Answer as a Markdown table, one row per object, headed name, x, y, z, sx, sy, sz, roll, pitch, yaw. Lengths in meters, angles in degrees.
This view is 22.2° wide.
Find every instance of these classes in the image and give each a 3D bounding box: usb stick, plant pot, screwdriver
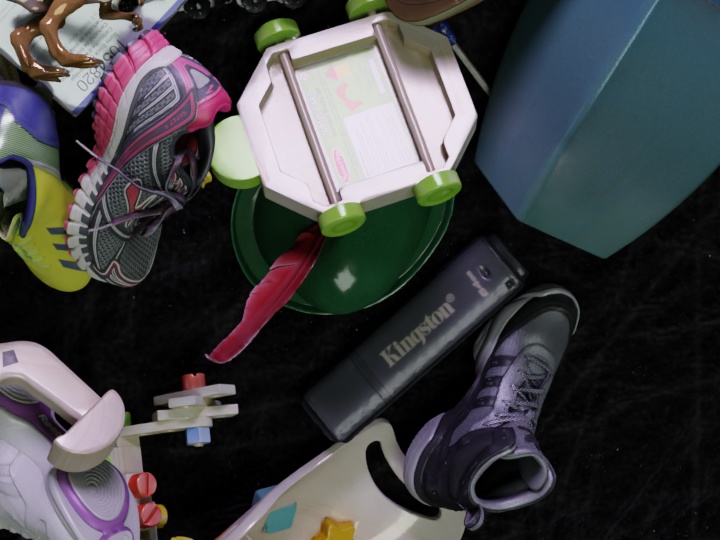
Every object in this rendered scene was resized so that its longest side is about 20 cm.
| name | x | y | z | sx | sy | sz | roll | pitch | yaw |
| --- | --- | --- | --- | --- | --- | --- | --- | --- | --- |
| usb stick | 0.040 | 0.052 | 1.392 | 0.200 | 0.056 | 0.033 | -41 | 159 | 5 |
| plant pot | 0.180 | -0.123 | 1.295 | 0.140 | 0.142 | 0.201 | 21 | 112 | -30 |
| screwdriver | 0.072 | -0.150 | 1.313 | 0.201 | 0.028 | 0.029 | 53 | 50 | -32 |

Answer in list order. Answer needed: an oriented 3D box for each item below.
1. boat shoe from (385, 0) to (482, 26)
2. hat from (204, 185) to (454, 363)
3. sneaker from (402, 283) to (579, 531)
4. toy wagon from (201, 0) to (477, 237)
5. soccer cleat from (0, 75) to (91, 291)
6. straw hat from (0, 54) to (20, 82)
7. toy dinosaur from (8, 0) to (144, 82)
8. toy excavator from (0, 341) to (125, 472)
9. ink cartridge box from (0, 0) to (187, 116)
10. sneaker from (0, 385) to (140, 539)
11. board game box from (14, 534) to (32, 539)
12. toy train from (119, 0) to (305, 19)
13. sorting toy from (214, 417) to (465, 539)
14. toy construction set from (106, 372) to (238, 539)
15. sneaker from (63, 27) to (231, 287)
| name | x | y | z | sx | sy | sz | roll | pitch | yaw |
| --- | --- | --- | --- | --- | --- | --- | --- | --- | --- |
| boat shoe | 0.108 | -0.225 | 1.237 | 0.199 | 0.074 | 0.066 | -34 | 153 | 8 |
| hat | 0.000 | 0.000 | 1.277 | 0.200 | 0.176 | 0.166 | -42 | 120 | 6 |
| sneaker | 0.121 | 0.108 | 1.396 | 0.075 | 0.114 | 0.201 | 37 | 87 | -30 |
| toy wagon | -0.025 | -0.100 | 1.247 | 0.198 | 0.157 | 0.040 | -18 | 162 | -5 |
| soccer cleat | -0.222 | -0.040 | 1.213 | 0.064 | 0.084 | 0.201 | 9 | 144 | 11 |
| straw hat | -0.304 | -0.080 | 1.193 | 0.199 | 0.085 | 0.203 | -7 | 118 | -14 |
| toy dinosaur | -0.199 | -0.175 | 1.135 | 0.198 | 0.060 | 0.108 | -3 | 84 | -14 |
| toy excavator | -0.278 | 0.061 | 1.231 | 0.198 | 0.196 | 0.100 | -18 | 160 | -25 |
| ink cartridge box | -0.188 | -0.236 | 1.158 | 0.200 | 0.041 | 0.200 | -44 | 109 | 6 |
| sneaker | -0.228 | 0.158 | 1.296 | 0.075 | 0.200 | 0.100 | 2 | 128 | -55 |
| board game box | -0.263 | 0.314 | 1.340 | 0.200 | 0.200 | 0.041 | -45 | 130 | 8 |
| toy train | -0.121 | -0.191 | 1.228 | 0.198 | 0.034 | 0.046 | -8 | 106 | -13 |
| sorting toy | -0.010 | 0.215 | 1.438 | 0.180 | 0.107 | 0.200 | -44 | 112 | -6 |
| toy construction set | -0.150 | 0.173 | 1.332 | 0.092 | 0.130 | 0.202 | 19 | 66 | -36 |
| sneaker | -0.139 | -0.057 | 1.193 | 0.074 | 0.081 | 0.201 | 33 | 138 | 13 |
